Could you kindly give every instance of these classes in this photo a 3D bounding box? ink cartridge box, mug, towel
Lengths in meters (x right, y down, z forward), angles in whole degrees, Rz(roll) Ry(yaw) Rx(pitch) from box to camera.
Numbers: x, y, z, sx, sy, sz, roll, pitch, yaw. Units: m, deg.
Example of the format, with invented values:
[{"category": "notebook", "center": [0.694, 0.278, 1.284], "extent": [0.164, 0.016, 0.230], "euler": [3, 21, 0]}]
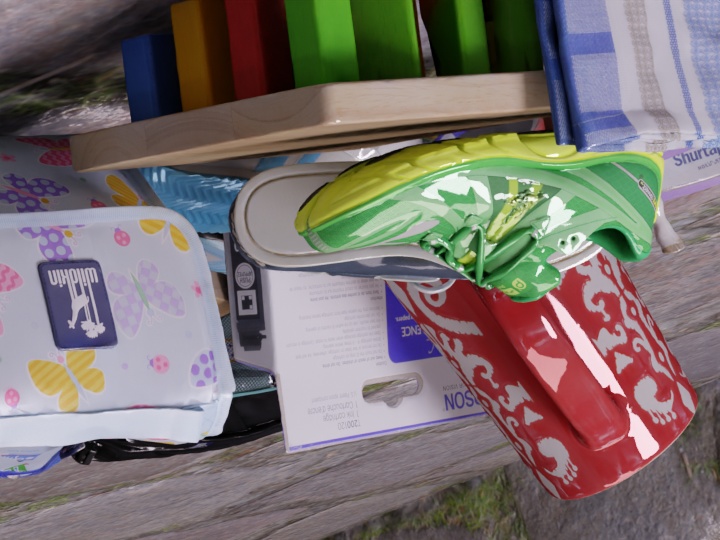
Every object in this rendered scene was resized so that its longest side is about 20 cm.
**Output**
[{"category": "ink cartridge box", "center": [0.000, 0.000, 1.670], "extent": [0.043, 0.202, 0.197], "euler": [-5, 180, 43]}, {"category": "mug", "center": [0.094, 0.035, 1.607], "extent": [0.133, 0.201, 0.178], "euler": [-25, -162, 32]}, {"category": "towel", "center": [0.159, -0.132, 1.383], "extent": [0.199, 0.148, 0.024], "euler": [-6, 176, -44]}]

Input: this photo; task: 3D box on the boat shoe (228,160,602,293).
[{"category": "boat shoe", "center": [0.030, -0.025, 1.451], "extent": [0.198, 0.075, 0.062], "euler": [-6, 178, -6]}]

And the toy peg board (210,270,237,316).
[{"category": "toy peg board", "center": [-0.211, -0.009, 1.636], "extent": [0.198, 0.098, 0.199], "euler": [15, 149, -43]}]

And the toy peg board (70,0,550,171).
[{"category": "toy peg board", "center": [-0.013, -0.114, 1.381], "extent": [0.199, 0.099, 0.198], "euler": [-6, 180, -42]}]

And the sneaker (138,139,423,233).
[{"category": "sneaker", "center": [-0.051, -0.071, 1.543], "extent": [0.199, 0.081, 0.076], "euler": [-6, 166, -43]}]

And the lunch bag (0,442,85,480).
[{"category": "lunch bag", "center": [-0.251, 0.077, 1.610], "extent": [0.199, 0.076, 0.160], "euler": [6, 157, -27]}]

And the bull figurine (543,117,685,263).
[{"category": "bull figurine", "center": [0.136, -0.067, 1.673], "extent": [0.065, 0.122, 0.200], "euler": [-23, -161, -18]}]

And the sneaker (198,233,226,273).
[{"category": "sneaker", "center": [-0.024, -0.040, 1.769], "extent": [0.199, 0.079, 0.090], "euler": [-17, 167, -5]}]

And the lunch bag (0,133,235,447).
[{"category": "lunch bag", "center": [-0.171, 0.016, 1.396], "extent": [0.169, 0.200, 0.128], "euler": [-1, 125, -30]}]

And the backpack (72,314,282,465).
[{"category": "backpack", "center": [-0.098, 0.049, 1.890], "extent": [0.199, 0.154, 0.176], "euler": [0, 165, -30]}]

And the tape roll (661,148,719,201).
[{"category": "tape roll", "center": [0.230, -0.104, 1.889], "extent": [0.199, 0.066, 0.200], "euler": [-17, 169, -3]}]

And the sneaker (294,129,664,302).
[{"category": "sneaker", "center": [0.065, -0.025, 1.355], "extent": [0.199, 0.084, 0.074], "euler": [-6, 180, -23]}]
